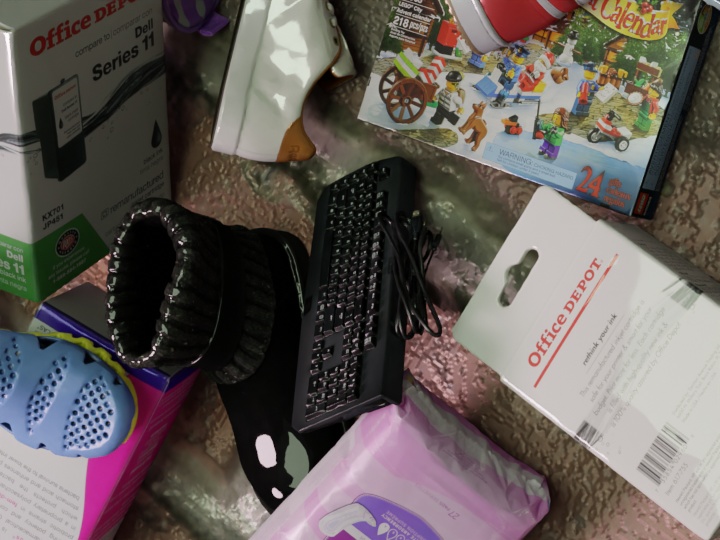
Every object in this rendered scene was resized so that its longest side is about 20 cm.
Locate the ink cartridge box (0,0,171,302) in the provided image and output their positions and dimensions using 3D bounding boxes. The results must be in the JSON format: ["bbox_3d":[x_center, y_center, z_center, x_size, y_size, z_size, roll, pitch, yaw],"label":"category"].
[{"bbox_3d":[-0.199,-0.105,1.251,0.083,0.147,0.201,21,129,28],"label":"ink cartridge box"}]

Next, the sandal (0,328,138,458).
[{"bbox_3d":[-0.235,0.064,1.202,0.199,0.087,0.080,22,101,7],"label":"sandal"}]

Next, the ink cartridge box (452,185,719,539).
[{"bbox_3d":[0.165,0.050,1.127,0.200,0.068,0.116,38,106,24],"label":"ink cartridge box"}]

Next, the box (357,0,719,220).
[{"bbox_3d":[0.106,-0.127,1.183,0.199,0.038,0.137,21,99,28],"label":"box"}]

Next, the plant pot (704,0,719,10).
[{"bbox_3d":[0.278,-0.233,1.006,0.195,0.196,0.200,36,83,26],"label":"plant pot"}]

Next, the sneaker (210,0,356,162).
[{"bbox_3d":[-0.038,-0.166,1.264,0.084,0.073,0.201,13,85,-6],"label":"sneaker"}]

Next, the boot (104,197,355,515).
[{"bbox_3d":[-0.083,0.063,1.214,0.079,0.158,0.212,-21,77,24],"label":"boot"}]

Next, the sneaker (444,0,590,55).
[{"bbox_3d":[0.080,-0.236,1.118,0.112,0.071,0.201,-18,106,24],"label":"sneaker"}]

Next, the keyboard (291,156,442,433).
[{"bbox_3d":[0.000,0.000,1.180,0.104,0.040,0.201,-21,44,26],"label":"keyboard"}]

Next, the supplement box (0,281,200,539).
[{"bbox_3d":[-0.199,0.124,1.298,0.101,0.103,0.201,30,102,5],"label":"supplement box"}]

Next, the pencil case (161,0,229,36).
[{"bbox_3d":[-0.185,-0.219,1.330,0.199,0.084,0.086,18,132,31],"label":"pencil case"}]

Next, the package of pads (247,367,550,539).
[{"bbox_3d":[0.009,0.168,1.186,0.120,0.076,0.200,39,109,-7],"label":"package of pads"}]
